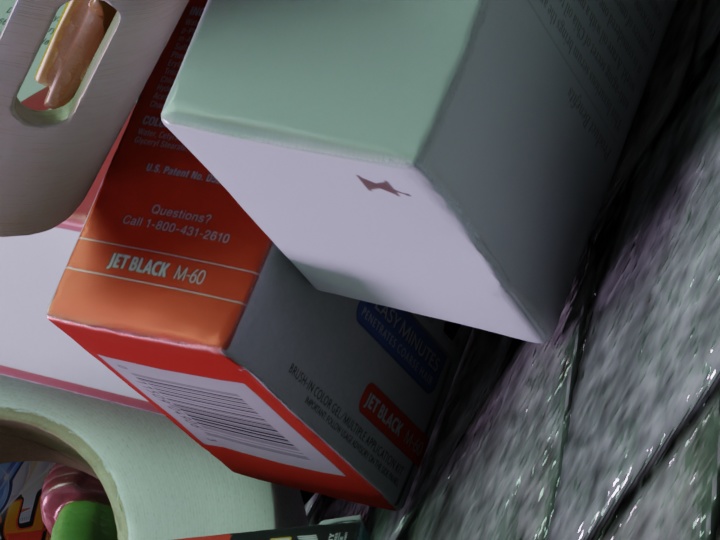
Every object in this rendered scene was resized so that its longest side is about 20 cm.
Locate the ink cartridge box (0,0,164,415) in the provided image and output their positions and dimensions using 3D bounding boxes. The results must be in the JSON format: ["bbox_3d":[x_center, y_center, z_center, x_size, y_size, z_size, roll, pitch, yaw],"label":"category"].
[{"bbox_3d":[-0.066,-0.065,0.896,0.200,0.144,0.084,-55,-40,-31],"label":"ink cartridge box"}]

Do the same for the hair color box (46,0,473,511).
[{"bbox_3d":[0.001,-0.049,0.811,0.111,0.064,0.200,45,-119,-53],"label":"hair color box"}]

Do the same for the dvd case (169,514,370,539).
[{"bbox_3d":[-0.101,0.132,0.787,0.146,0.200,0.022,-75,-30,-48],"label":"dvd case"}]

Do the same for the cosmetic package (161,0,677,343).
[{"bbox_3d":[0.035,-0.097,0.720,0.200,0.071,0.101,-69,-28,-17],"label":"cosmetic package"}]

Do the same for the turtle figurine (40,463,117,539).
[{"bbox_3d":[-0.127,0.128,0.988,0.200,0.144,0.194,-39,10,29],"label":"turtle figurine"}]

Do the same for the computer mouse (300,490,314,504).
[{"bbox_3d":[-0.029,0.037,1.017,0.034,0.059,0.200,-47,7,11],"label":"computer mouse"}]

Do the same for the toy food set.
[{"bbox_3d":[-0.056,-0.119,0.753,0.144,0.060,0.200,123,168,-48],"label":"toy food set"}]

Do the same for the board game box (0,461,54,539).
[{"bbox_3d":[-0.106,0.051,1.095,0.200,0.034,0.136,-3,-64,-58],"label":"board game box"}]

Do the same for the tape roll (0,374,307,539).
[{"bbox_3d":[-0.112,0.097,0.882,0.203,0.202,0.037,-68,-25,-19],"label":"tape roll"}]
